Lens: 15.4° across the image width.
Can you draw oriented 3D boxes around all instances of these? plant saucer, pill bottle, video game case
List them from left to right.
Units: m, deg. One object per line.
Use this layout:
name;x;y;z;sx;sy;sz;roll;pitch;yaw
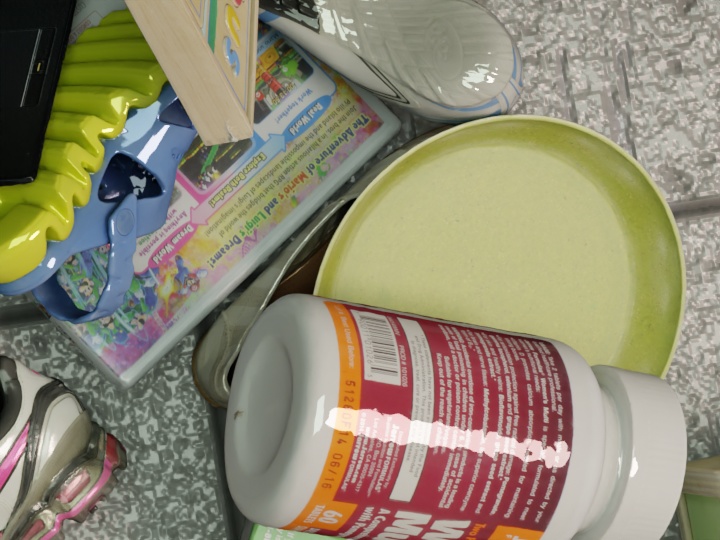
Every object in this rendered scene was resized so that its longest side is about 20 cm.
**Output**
video game case;-0.110;-0.071;1.324;0.182;0.024;0.200;46;72;-1
pill bottle;0.046;0.079;1.254;0.200;0.110;0.110;11;85;-23
plant saucer;0.065;0.017;1.320;0.200;0.031;0.200;-6;108;-19

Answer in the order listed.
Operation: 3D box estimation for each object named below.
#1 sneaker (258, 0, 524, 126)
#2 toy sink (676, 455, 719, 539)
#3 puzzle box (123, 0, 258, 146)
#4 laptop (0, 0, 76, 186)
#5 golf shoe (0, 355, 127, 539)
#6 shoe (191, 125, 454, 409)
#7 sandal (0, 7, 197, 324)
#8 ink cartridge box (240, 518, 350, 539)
sneaker;-0.008;-0.131;1.317;0.200;0.072;0.072;34;77;14
toy sink;0.228;0.184;1.304;0.112;0.130;0.200;-12;89;-5
puzzle box;-0.077;-0.174;1.225;0.025;0.133;0.200;-9;54;13
laptop;-0.245;-0.130;1.251;0.200;0.103;0.177;-3;49;12
golf shoe;-0.211;0.130;1.291;0.200;0.073;0.092;-47;110;-12
shoe;0.000;0.000;1.333;0.200;0.053;0.070;-43;91;-6
sandal;-0.118;-0.052;1.276;0.200;0.079;0.087;-54;132;-25
ink cartridge box;0.026;0.202;1.308;0.200;0.084;0.145;16;85;-4
